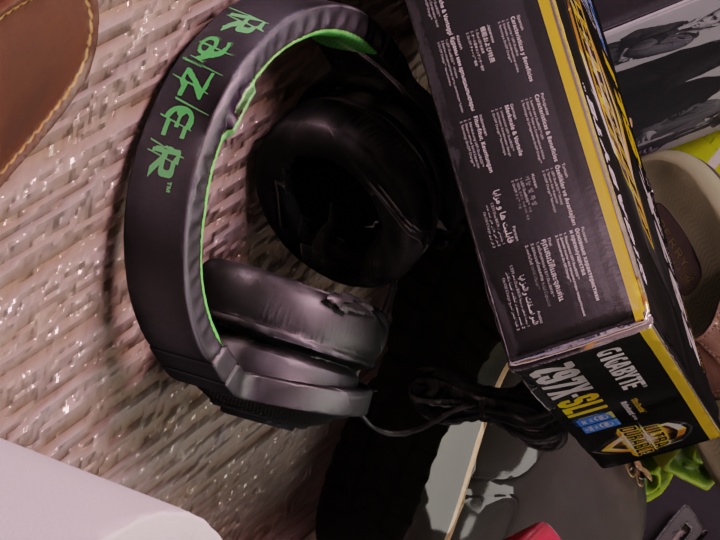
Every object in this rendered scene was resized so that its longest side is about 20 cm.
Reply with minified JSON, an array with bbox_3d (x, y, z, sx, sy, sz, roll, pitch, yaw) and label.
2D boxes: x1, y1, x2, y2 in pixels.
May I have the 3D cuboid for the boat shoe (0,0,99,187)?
[{"bbox_3d":[-0.110,-0.012,0.581,0.200,0.067,0.072,-46,149,-49],"label":"boat shoe"}]

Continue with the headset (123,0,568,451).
[{"bbox_3d":[0.000,0.000,0.839,0.124,0.094,0.200,-63,148,-19],"label":"headset"}]

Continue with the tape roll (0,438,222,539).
[{"bbox_3d":[-0.110,0.148,0.722,0.203,0.071,0.203,-53,154,-41],"label":"tape roll"}]

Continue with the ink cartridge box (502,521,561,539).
[{"bbox_3d":[0.013,0.210,0.907,0.145,0.145,0.200,-33,-179,35],"label":"ink cartridge box"}]

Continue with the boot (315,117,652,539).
[{"bbox_3d":[0.078,0.039,1.030,0.138,0.077,0.200,22,101,-40],"label":"boot"}]

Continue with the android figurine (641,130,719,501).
[{"bbox_3d":[0.146,0.007,1.114,0.041,0.200,0.182,26,107,-36],"label":"android figurine"}]

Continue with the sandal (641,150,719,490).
[{"bbox_3d":[0.136,0.026,1.034,0.057,0.201,0.080,24,114,-41],"label":"sandal"}]

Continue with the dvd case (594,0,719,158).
[{"bbox_3d":[0.155,-0.096,1.037,0.150,0.200,0.025,59,10,-71],"label":"dvd case"}]

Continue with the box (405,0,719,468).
[{"bbox_3d":[0.059,-0.048,0.860,0.160,0.049,0.200,49,24,-69],"label":"box"}]

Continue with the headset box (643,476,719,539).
[{"bbox_3d":[0.170,0.209,1.443,0.174,0.093,0.200,-45,149,-35],"label":"headset box"}]
